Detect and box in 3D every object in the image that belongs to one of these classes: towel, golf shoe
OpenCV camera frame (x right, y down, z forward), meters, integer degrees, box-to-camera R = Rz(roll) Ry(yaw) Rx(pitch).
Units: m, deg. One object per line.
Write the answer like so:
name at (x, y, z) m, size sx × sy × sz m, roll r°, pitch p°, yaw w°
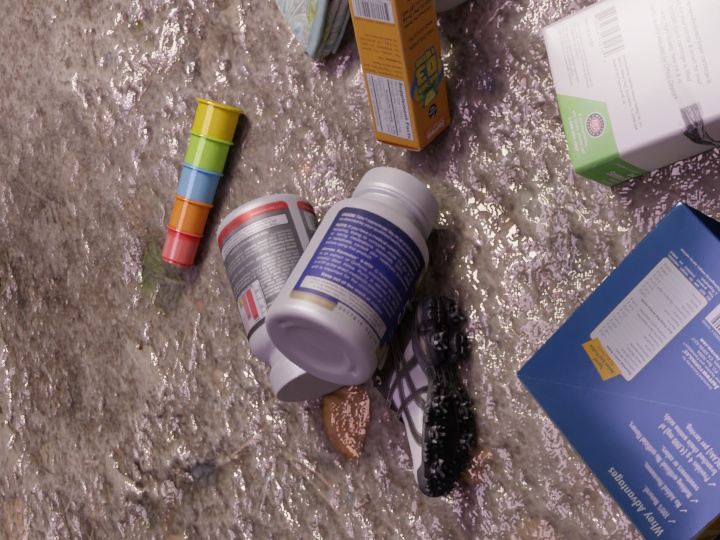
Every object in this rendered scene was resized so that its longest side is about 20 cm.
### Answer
towel at (-0.055, -0.357, 1.199) m, size 0.173 × 0.048 × 0.201 m, roll 65°, pitch 152°, yaw 25°
golf shoe at (0.059, 0.128, 1.085) m, size 0.094 × 0.077 × 0.203 m, roll -15°, pitch 64°, yaw 38°

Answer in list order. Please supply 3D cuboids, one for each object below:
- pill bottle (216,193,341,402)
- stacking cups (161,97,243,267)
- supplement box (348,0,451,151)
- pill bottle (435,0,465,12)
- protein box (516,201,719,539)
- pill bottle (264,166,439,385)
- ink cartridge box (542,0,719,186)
pill bottle at (-0.077, 0.030, 1.169) m, size 0.115 × 0.115 × 0.202 m, roll -33°, pitch 65°, yaw 28°
stacking cups at (-0.193, -0.104, 1.318) m, size 0.060 × 0.060 × 0.203 m, roll 19°, pitch 98°, yaw 37°
supplement box at (0.039, -0.223, 1.082) m, size 0.068 × 0.067 × 0.202 m, roll 21°, pitch 139°, yaw 33°
pill bottle at (0.057, -0.380, 1.132) m, size 0.116 × 0.116 × 0.202 m, roll -34°, pitch 64°, yaw 28°
protein box at (0.276, 0.093, 0.883) m, size 0.200 × 0.134 × 0.199 m, roll -49°, pitch 58°, yaw 20°
pill bottle at (0.000, 0.000, 1.073) m, size 0.118 × 0.120 × 0.201 m, roll 5°, pitch 52°, yaw 37°
ink cartridge box at (0.277, -0.179, 0.956) m, size 0.198 × 0.084 × 0.148 m, roll -19°, pitch 72°, yaw 33°
